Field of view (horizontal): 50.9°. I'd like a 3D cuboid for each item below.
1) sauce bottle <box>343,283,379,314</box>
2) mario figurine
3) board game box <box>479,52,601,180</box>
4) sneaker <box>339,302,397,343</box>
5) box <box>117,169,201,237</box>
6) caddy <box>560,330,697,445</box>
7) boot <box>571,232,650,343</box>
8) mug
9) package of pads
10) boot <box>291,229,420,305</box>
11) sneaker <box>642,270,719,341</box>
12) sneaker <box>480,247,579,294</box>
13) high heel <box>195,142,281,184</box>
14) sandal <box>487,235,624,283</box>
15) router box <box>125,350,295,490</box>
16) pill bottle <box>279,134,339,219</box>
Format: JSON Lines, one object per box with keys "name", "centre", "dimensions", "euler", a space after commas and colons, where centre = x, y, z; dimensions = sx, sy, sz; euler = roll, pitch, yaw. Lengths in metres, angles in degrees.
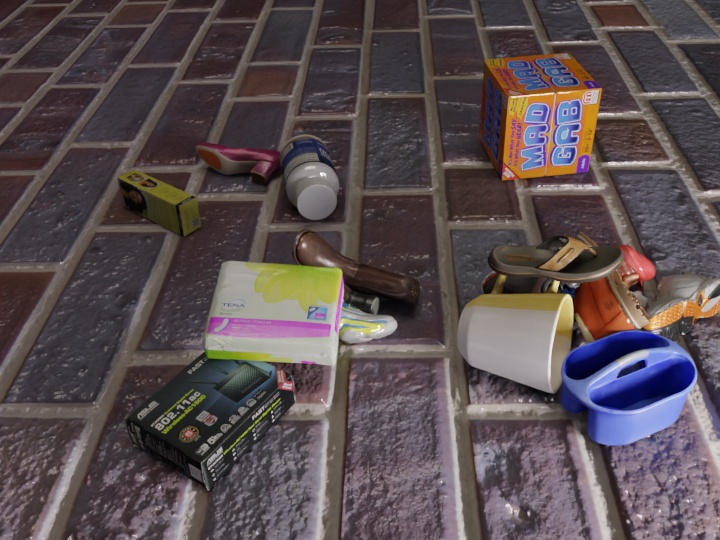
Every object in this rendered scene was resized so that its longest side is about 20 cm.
{"name": "sauce bottle", "centre": [-0.066, 0.043, 1.306], "dimensions": [0.199, 0.065, 0.065], "euler": [15, 40, 20]}
{"name": "mario figurine", "centre": [0.413, 0.033, 1.306], "dimensions": [0.199, 0.106, 0.124], "euler": [-18, 75, -4]}
{"name": "board game box", "centre": [0.390, -0.344, 1.681], "dimensions": [0.199, 0.200, 0.200], "euler": [-7, 37, -5]}
{"name": "sneaker", "centre": [-0.043, 0.067, 1.230], "dimensions": [0.199, 0.076, 0.105], "euler": [-6, 77, -3]}
{"name": "box", "centre": [-0.417, -0.141, 1.561], "dimensions": [0.200, 0.075, 0.050], "euler": [23, 41, 31]}
{"name": "caddy", "centre": [0.383, 0.159, 1.090], "dimensions": [0.199, 0.105, 0.141], "euler": [-17, 38, -19]}
{"name": "boot", "centre": [0.369, 0.028, 1.215], "dimensions": [0.107, 0.075, 0.200], "euler": [-36, 43, 23]}
{"name": "mug", "centre": [0.241, 0.090, 1.171], "dimensions": [0.153, 0.150, 0.187], "euler": [7, 39, 27]}
{"name": "package of pads", "centre": [-0.129, 0.061, 1.156], "dimensions": [0.199, 0.068, 0.155], "euler": [3, 51, 4]}
{"name": "boot", "centre": [0.000, 0.000, 1.286], "dimensions": [0.200, 0.186, 0.064], "euler": [20, 83, 26]}
{"name": "sneaker", "centre": [0.518, 0.055, 1.263], "dimensions": [0.200, 0.076, 0.092], "euler": [-18, 32, -32]}
{"name": "sneaker", "centre": [0.279, 0.025, 1.254], "dimensions": [0.077, 0.200, 0.082], "euler": [-4, 75, -35]}
{"name": "high heel", "centre": [-0.271, -0.263, 1.711], "dimensions": [0.199, 0.067, 0.096], "euler": [19, 51, 19]}
{"name": "sandal", "centre": [0.293, -0.026, 1.141], "dimensions": [0.199, 0.055, 0.082], "euler": [5, 36, 15]}
{"name": "router box", "centre": [-0.213, 0.202, 1.101], "dimensions": [0.150, 0.062, 0.200], "euler": [20, 42, 28]}
{"name": "pill bottle", "centre": [-0.105, -0.193, 1.581], "dimensions": [0.111, 0.111, 0.200], "euler": [-8, 37, -8]}
